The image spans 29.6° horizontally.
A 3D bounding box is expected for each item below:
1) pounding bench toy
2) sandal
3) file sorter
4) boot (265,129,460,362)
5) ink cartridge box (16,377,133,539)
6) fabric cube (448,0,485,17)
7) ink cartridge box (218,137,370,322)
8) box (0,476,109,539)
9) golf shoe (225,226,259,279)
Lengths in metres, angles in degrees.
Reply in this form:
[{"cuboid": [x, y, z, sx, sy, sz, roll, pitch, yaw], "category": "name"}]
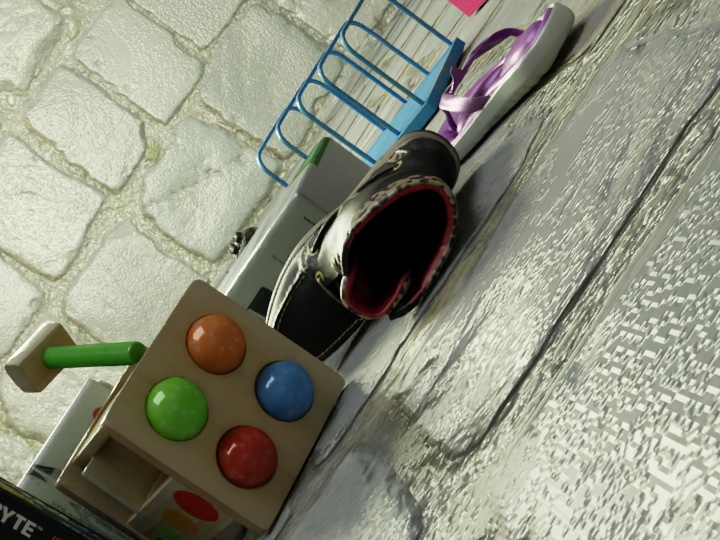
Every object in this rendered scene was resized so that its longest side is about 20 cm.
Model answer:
[{"cuboid": [-0.137, 0.087, 0.918, 0.125, 0.199, 0.156, -60, 9, -34], "category": "pounding bench toy"}, {"cuboid": [0.092, -0.144, 0.996, 0.083, 0.050, 0.203, -60, 9, -30], "category": "sandal"}, {"cuboid": [-0.004, -0.173, 1.437, 0.200, 0.122, 0.139, -50, 9, 40], "category": "file sorter"}, {"cuboid": [0.000, 0.000, 0.920, 0.200, 0.073, 0.151, -49, 9, 10], "category": "boot"}, {"cuboid": [-0.201, 0.206, 1.027, 0.201, 0.146, 0.083, -58, 7, -23], "category": "ink cartridge box"}, {"cuboid": [0.121, -0.445, 1.495, 0.201, 0.198, 0.196, -60, 10, -28], "category": "fabric cube"}, {"cuboid": [-0.062, 0.008, 1.141, 0.201, 0.083, 0.147, -53, 8, 24], "category": "ink cartridge box"}, {"cuboid": [-0.200, 0.187, 0.897, 0.046, 0.199, 0.159, -59, 8, -12], "category": "box"}, {"cuboid": [-0.096, 0.059, 1.303, 0.088, 0.077, 0.202, 5, -70, -50], "category": "golf shoe"}]
